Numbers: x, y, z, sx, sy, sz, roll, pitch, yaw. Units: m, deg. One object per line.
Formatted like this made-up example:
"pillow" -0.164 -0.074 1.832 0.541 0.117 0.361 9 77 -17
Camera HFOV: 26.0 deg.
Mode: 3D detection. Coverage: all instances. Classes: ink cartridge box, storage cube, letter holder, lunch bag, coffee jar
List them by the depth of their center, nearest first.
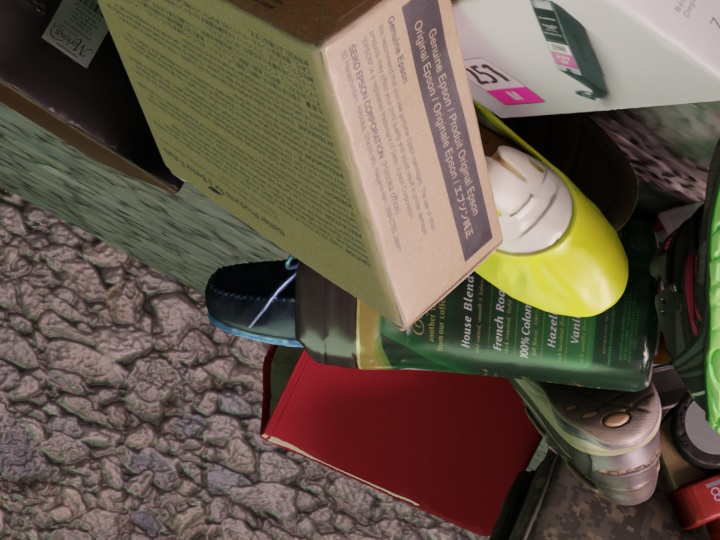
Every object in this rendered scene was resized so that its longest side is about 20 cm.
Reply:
"ink cartridge box" 0.049 -0.127 0.655 0.173 0.044 0.200 29 171 -22
"ink cartridge box" -0.035 -0.090 0.729 0.199 0.075 0.166 33 153 39
"coffee jar" 0.064 0.011 0.861 0.198 0.086 0.104 4 -162 5
"lunch bag" 0.142 0.204 0.984 0.138 0.201 0.169 26 131 5
"letter holder" -0.211 -0.154 1.097 0.199 0.101 0.142 33 171 -35
"storage cube" 0.044 0.050 1.114 0.178 0.201 0.171 25 -167 -9

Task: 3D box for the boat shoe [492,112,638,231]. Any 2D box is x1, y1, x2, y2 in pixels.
"boat shoe" 0.062 -0.072 0.855 0.199 0.072 0.076 31 172 18

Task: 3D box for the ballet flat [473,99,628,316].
"ballet flat" 0.051 -0.054 0.777 0.200 0.067 0.067 45 177 16

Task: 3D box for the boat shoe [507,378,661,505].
"boat shoe" 0.125 0.077 0.937 0.074 0.074 0.200 -14 -157 -2

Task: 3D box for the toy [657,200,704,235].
"toy" 0.235 0.001 0.772 0.116 0.047 0.200 59 159 -5

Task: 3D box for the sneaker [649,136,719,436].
"sneaker" 0.171 -0.003 0.741 0.084 0.076 0.201 46 152 37

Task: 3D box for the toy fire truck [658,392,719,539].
"toy fire truck" 0.279 0.142 0.881 0.129 0.174 0.202 73 176 -78

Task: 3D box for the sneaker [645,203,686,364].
"sneaker" 0.178 0.014 0.973 0.077 0.083 0.200 27 172 -2

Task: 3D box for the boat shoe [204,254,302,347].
"boat shoe" 0.000 0.000 0.967 0.198 0.069 0.084 -3 -148 6

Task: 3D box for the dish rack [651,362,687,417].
"dish rack" 0.259 0.104 1.081 0.198 0.044 0.171 7 163 -24
